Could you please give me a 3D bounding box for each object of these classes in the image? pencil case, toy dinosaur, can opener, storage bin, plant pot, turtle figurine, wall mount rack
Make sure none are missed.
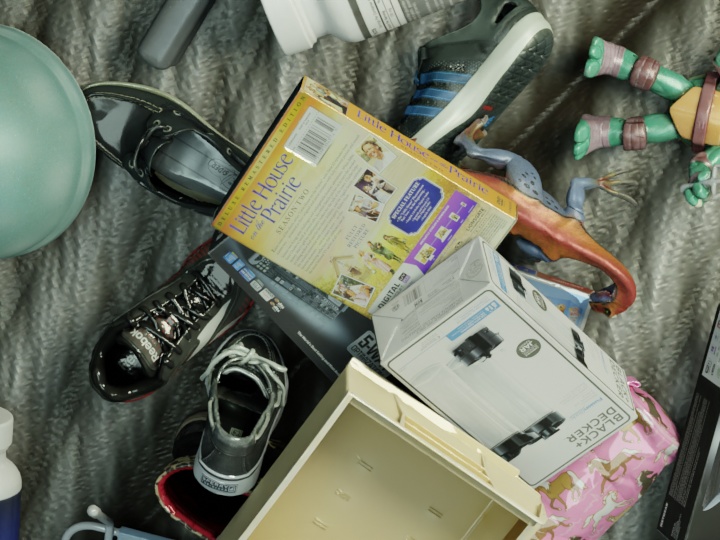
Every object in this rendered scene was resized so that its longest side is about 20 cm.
[{"bbox_3d":[0.179,0.178,1.743,0.200,0.083,0.086,-43,137,12],"label":"pencil case"},{"bbox_3d":[0.137,-0.029,1.678,0.181,0.199,0.105,45,126,24],"label":"toy dinosaur"},{"bbox_3d":[-0.106,-0.245,1.715,0.067,0.053,0.201,33,104,1],"label":"can opener"},{"bbox_3d":[0.012,0.209,1.618,0.198,0.094,0.201,34,104,-10],"label":"storage bin"},{"bbox_3d":[-0.336,-0.095,1.712,0.199,0.134,0.202,4,104,18],"label":"plant pot"},{"bbox_3d":[0.275,-0.123,1.666,0.198,0.101,0.151,10,87,13],"label":"turtle figurine"},{"bbox_3d":[-0.169,0.257,1.781,0.198,0.075,0.175,13,128,5],"label":"wall mount rack"}]

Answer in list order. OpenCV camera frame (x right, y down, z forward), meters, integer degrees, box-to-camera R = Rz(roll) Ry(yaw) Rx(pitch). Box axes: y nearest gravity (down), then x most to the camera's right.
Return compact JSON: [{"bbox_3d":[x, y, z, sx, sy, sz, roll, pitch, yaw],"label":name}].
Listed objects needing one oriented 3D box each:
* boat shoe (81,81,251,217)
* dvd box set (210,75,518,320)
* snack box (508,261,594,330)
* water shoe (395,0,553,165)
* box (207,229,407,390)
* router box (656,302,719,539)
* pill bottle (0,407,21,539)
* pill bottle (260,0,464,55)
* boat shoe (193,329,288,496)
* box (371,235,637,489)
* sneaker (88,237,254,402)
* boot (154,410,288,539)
[{"bbox_3d":[-0.156,-0.095,1.741,0.199,0.066,0.075,34,102,0],"label":"boat shoe"},{"bbox_3d":[0.002,-0.043,1.633,0.199,0.029,0.147,30,119,-10],"label":"dvd box set"},{"bbox_3d":[0.092,0.021,1.752,0.198,0.024,0.072,18,103,4],"label":"snack box"},{"bbox_3d":[0.072,-0.147,1.714,0.200,0.071,0.079,-45,66,13],"label":"water shoe"},{"bbox_3d":[0.000,0.000,1.704,0.157,0.050,0.200,-36,108,20],"label":"box"},{"bbox_3d":[0.344,0.137,1.699,0.156,0.052,0.202,10,102,-20],"label":"router box"},{"bbox_3d":[-0.352,0.219,1.798,0.115,0.116,0.202,6,101,6],"label":"pill bottle"},{"bbox_3d":[0.016,-0.251,1.659,0.199,0.116,0.117,-20,97,5],"label":"pill bottle"},{"bbox_3d":[-0.096,0.096,1.699,0.073,0.200,0.068,16,122,2],"label":"boat shoe"},{"bbox_3d":[0.116,0.077,1.655,0.116,0.060,0.200,-36,125,18],"label":"box"},{"bbox_3d":[-0.155,0.043,1.751,0.200,0.098,0.071,-42,91,11],"label":"sneaker"},{"bbox_3d":[-0.074,0.187,1.739,0.199,0.151,0.074,24,102,2],"label":"boot"}]
